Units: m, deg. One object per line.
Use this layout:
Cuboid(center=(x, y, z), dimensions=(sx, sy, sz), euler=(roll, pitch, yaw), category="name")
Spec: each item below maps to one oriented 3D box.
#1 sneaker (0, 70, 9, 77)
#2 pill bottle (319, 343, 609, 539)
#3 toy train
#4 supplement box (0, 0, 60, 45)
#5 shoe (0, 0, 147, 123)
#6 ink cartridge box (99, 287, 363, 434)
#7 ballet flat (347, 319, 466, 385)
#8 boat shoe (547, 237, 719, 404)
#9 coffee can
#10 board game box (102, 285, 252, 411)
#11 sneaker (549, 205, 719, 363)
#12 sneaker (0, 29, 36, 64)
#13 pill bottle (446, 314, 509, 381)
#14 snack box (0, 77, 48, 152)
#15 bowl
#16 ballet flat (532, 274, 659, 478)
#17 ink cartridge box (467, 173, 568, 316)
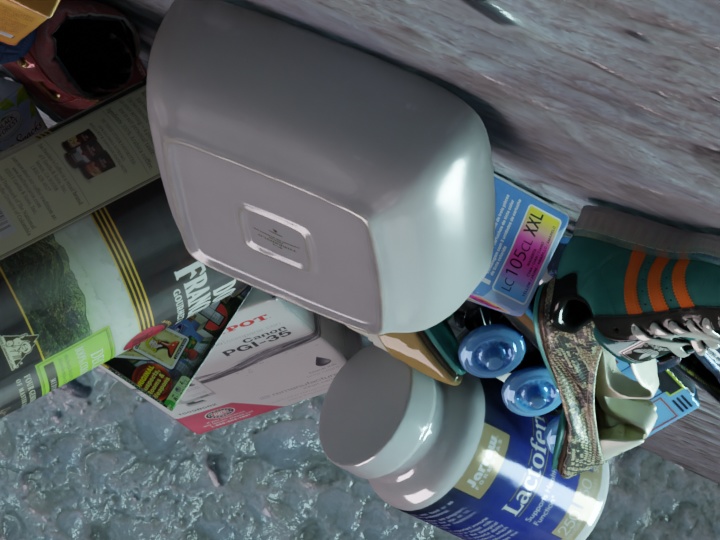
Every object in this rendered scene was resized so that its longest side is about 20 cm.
Cuboid(center=(-0.295, -0.183, 1.637), dimensions=(0.090, 0.067, 0.200), euler=(35, 169, -40), category="sneaker")
Cuboid(center=(0.073, 0.129, 1.725), dimensions=(0.200, 0.116, 0.116), euler=(27, 175, -35), category="pill bottle")
Cuboid(center=(0.143, 0.047, 1.659), dimensions=(0.200, 0.114, 0.087), euler=(44, -158, -35), category="toy train")
Cuboid(center=(-0.182, -0.159, 1.220), dimensions=(0.069, 0.067, 0.200), euler=(24, 177, -11), category="supplement box")
Cuboid(center=(-0.173, -0.128, 1.546), dimensions=(0.091, 0.072, 0.200), euler=(25, 174, 33), category="shoe")
Cuboid(center=(-0.098, 0.035, 1.698), dimensions=(0.146, 0.083, 0.200), euler=(-18, 157, 13), category="ink cartridge box")
Cuboid(center=(0.000, 0.000, 1.641), dimensions=(0.200, 0.063, 0.069), euler=(60, -164, -1), category="ballet flat")
Cuboid(center=(0.201, 0.039, 1.584), dimensions=(0.200, 0.069, 0.084), euler=(26, 176, -26), category="boat shoe")
Cuboid(center=(-0.176, -0.015, 1.474), dimensions=(0.147, 0.200, 0.147), euler=(56, 165, 23), category="coffee can")
Cuboid(center=(-0.111, -0.020, 1.577), dimensions=(0.105, 0.200, 0.023), euler=(32, 172, 0), category="board game box")
Cuboid(center=(0.182, 0.022, 1.353), dimensions=(0.071, 0.080, 0.200), euler=(26, 175, -34), category="sneaker")
Cuboid(center=(-0.278, -0.190, 1.454), dimensions=(0.200, 0.077, 0.085), euler=(31, -174, 1), category="sneaker")
Cuboid(center=(0.070, 0.019, 1.776), dimensions=(0.113, 0.113, 0.200), euler=(21, 175, 32), category="pill bottle")
Cuboid(center=(-0.268, -0.075, 1.626), dimensions=(0.200, 0.053, 0.142), euler=(20, 147, 45), category="snack box")
Cuboid(center=(-0.031, -0.045, 1.310), dimensions=(0.199, 0.075, 0.200), euler=(24, 153, 16), category="bowl")
Cuboid(center=(0.155, 0.076, 1.555), dimensions=(0.075, 0.068, 0.200), euler=(7, 144, 14), category="ballet flat")
Cuboid(center=(0.008, -0.051, 1.499), dimensions=(0.200, 0.077, 0.136), euler=(28, 174, -34), category="ink cartridge box")
